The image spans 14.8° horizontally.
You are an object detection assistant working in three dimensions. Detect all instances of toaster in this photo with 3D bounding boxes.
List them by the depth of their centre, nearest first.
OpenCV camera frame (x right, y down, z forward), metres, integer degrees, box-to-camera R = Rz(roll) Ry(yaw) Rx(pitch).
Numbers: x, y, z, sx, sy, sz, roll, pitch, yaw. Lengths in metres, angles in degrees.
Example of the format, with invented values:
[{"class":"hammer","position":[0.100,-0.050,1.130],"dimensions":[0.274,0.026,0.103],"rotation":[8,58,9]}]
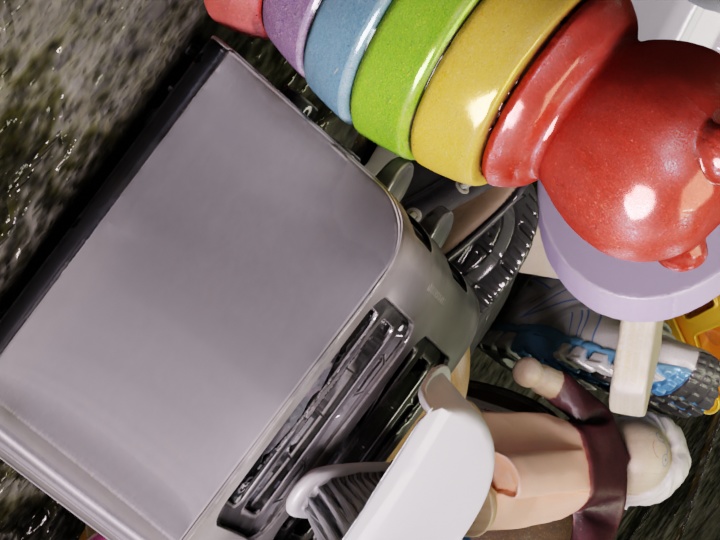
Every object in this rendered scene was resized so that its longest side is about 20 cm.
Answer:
[{"class":"toaster","position":[-0.054,0.031,1.065],"dimensions":[0.200,0.118,0.181],"rotation":[-53,163,-3]}]

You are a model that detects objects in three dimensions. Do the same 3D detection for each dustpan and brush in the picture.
[{"class":"dustpan and brush","position":[0.014,0.089,1.088],"dimensions":[0.140,0.057,0.200],"rotation":[-57,157,15]}]

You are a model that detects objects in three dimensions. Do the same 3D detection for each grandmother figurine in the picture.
[{"class":"grandmother figurine","position":[0.111,0.106,1.483],"dimensions":[0.199,0.060,0.122],"rotation":[-3,91,-51]}]

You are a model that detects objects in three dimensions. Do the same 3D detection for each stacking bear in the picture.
[{"class":"stacking bear","position":[0.053,-0.079,0.989],"dimensions":[0.114,0.200,0.122],"rotation":[-40,159,-39]}]

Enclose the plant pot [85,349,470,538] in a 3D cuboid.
[{"class":"plant pot","position":[-0.029,0.083,1.239],"dimensions":[0.199,0.028,0.201],"rotation":[-25,143,-20]}]

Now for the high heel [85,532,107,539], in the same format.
[{"class":"high heel","position":[-0.038,0.146,1.193],"dimensions":[0.199,0.096,0.068],"rotation":[0,129,-43]}]

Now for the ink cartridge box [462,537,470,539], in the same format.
[{"class":"ink cartridge box","position":[-0.010,0.192,1.404],"dimensions":[0.145,0.085,0.200],"rotation":[-50,-165,9]}]

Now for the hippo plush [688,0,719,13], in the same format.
[{"class":"hippo plush","position":[0.138,-0.187,1.082],"dimensions":[0.200,0.161,0.159],"rotation":[-56,163,7]}]

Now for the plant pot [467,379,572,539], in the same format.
[{"class":"plant pot","position":[0.049,0.171,1.576],"dimensions":[0.187,0.186,0.201],"rotation":[-22,129,-61]}]

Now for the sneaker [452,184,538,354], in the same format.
[{"class":"sneaker","position":[0.033,0.033,1.403],"dimensions":[0.200,0.076,0.091],"rotation":[-54,172,10]}]

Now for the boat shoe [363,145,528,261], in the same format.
[{"class":"boat shoe","position":[0.000,0.000,1.255],"dimensions":[0.200,0.060,0.074],"rotation":[-43,162,-32]}]

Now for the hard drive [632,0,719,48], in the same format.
[{"class":"hard drive","position":[0.138,-0.167,1.210],"dimensions":[0.026,0.132,0.201],"rotation":[9,125,-26]}]

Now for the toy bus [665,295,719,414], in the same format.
[{"class":"toy bus","position":[0.217,-0.015,1.704],"dimensions":[0.191,0.201,0.136],"rotation":[-25,-176,30]}]

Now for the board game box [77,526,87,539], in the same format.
[{"class":"board game box","position":[-0.100,0.143,1.287],"dimensions":[0.095,0.030,0.200],"rotation":[9,120,-53]}]

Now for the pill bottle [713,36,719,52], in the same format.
[{"class":"pill bottle","position":[0.211,-0.181,1.384],"dimensions":[0.114,0.114,0.200],"rotation":[-41,160,-37]}]

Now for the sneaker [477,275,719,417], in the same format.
[{"class":"sneaker","position":[0.142,0.026,1.576],"dimensions":[0.075,0.200,0.087],"rotation":[32,81,-31]}]

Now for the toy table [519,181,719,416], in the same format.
[{"class":"toy table","position":[0.158,-0.027,1.471],"dimensions":[0.200,0.183,0.117],"rotation":[-58,158,-33]}]
